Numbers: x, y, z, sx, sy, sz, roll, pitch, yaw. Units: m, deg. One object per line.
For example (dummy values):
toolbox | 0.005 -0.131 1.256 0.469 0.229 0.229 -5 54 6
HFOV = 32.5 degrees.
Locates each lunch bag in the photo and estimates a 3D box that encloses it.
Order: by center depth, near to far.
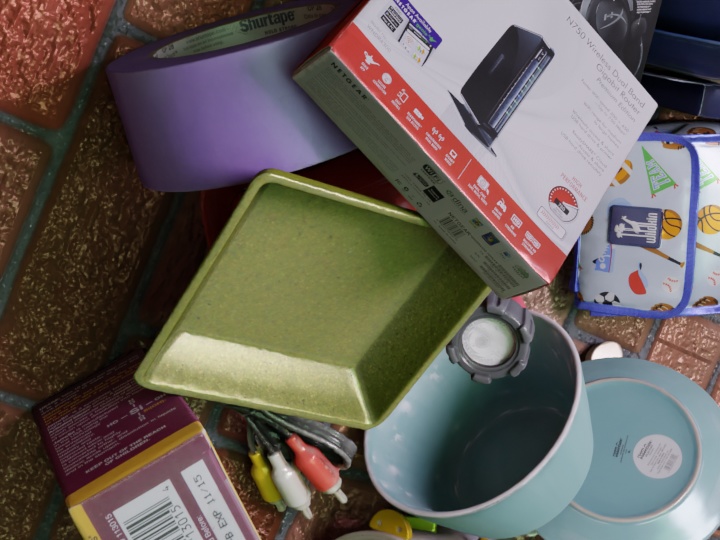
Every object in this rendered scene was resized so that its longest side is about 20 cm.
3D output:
lunch bag | 0.287 -0.048 1.111 0.199 0.124 0.171 -2 102 -12

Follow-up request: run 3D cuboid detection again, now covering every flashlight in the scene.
flashlight | 0.111 0.021 0.996 0.068 0.200 0.068 36 112 -3

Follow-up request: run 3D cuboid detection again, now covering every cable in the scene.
cable | -0.077 0.126 0.979 0.200 0.097 0.050 51 37 -34

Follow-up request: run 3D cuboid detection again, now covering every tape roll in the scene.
tape roll | -0.070 -0.129 0.865 0.199 0.200 0.085 -22 111 -21

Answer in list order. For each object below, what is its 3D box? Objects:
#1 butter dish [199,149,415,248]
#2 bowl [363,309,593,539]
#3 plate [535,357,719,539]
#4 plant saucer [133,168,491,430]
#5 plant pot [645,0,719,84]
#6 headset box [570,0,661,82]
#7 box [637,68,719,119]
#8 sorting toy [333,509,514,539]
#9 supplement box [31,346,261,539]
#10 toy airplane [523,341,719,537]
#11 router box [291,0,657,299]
butter dish | 0.000 0.000 0.959 0.199 0.148 0.201 -20 109 -21
bowl | 0.113 0.140 1.026 0.201 0.201 0.105 -49 127 -9
plate | 0.224 0.157 1.064 0.200 0.200 0.026 -37 147 -15
plant saucer | -0.028 0.016 0.835 0.199 0.048 0.200 15 128 -29
plant pot | 0.326 -0.255 1.044 0.199 0.200 0.181 -4 109 -28
headset box | 0.163 -0.214 1.001 0.148 0.077 0.201 -8 123 -25
box | 0.314 -0.155 1.096 0.199 0.121 0.033 3 105 -27
sorting toy | 0.093 0.268 1.050 0.180 0.200 0.107 0 123 -49
supplement box | -0.151 0.157 0.884 0.103 0.200 0.131 -30 113 -13
toy airplane | 0.228 0.198 1.138 0.200 0.141 0.199 -44 78 -2
router box | 0.080 -0.115 0.792 0.200 0.049 0.180 45 58 -14
